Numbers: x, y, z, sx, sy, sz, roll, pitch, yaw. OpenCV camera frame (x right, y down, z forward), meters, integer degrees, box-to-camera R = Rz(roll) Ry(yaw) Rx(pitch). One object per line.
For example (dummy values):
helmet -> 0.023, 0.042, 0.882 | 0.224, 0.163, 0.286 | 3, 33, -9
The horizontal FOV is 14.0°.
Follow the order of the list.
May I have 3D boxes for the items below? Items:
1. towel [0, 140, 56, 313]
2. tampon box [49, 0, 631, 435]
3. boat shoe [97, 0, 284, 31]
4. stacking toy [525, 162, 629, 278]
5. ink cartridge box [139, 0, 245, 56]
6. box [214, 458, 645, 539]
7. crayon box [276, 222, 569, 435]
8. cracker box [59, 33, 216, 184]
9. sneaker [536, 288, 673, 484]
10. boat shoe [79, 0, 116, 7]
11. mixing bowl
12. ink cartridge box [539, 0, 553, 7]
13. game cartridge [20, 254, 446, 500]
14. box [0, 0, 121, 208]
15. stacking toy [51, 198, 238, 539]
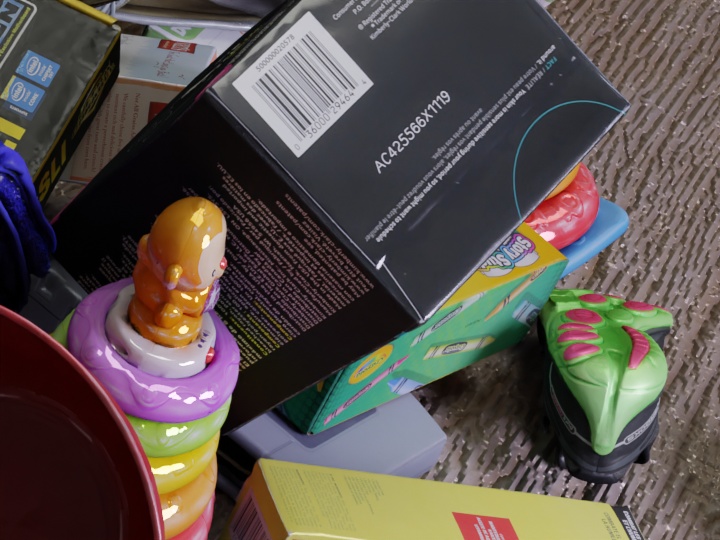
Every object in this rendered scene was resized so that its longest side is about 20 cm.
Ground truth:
towel -> -0.201, -0.081, 1.184 | 0.050, 0.148, 0.200 | -40, 74, -14
tampon box -> -0.016, -0.043, 1.230 | 0.126, 0.200, 0.150 | 48, 60, -7
boat shoe -> -0.110, -0.158, 1.518 | 0.065, 0.075, 0.202 | 49, 24, 26
stacking toy -> 0.074, -0.095, 1.548 | 0.116, 0.201, 0.110 | 27, 42, 35
ink cartridge box -> -0.070, -0.106, 1.605 | 0.199, 0.059, 0.104 | 30, 30, 4
box -> 0.032, 0.135, 1.300 | 0.199, 0.075, 0.050 | 11, 33, -30
crayon box -> 0.000, 0.000, 1.430 | 0.119, 0.058, 0.200 | 41, 31, 20
cracker box -> -0.172, -0.085, 1.395 | 0.199, 0.058, 0.134 | 7, 12, 0
sneaker -> 0.119, 0.059, 1.504 | 0.076, 0.084, 0.200 | 12, 12, 6
boat shoe -> -0.158, -0.150, 1.395 | 0.199, 0.073, 0.072 | -2, -10, 36
mixing bowl -> -0.153, 0.100, 1.101 | 0.200, 0.201, 0.108 | 34, 11, 10
ink cartridge box -> 0.012, -0.169, 1.619 | 0.145, 0.200, 0.048 | 32, 63, -15
game cartridge -> -0.060, 0.045, 1.402 | 0.200, 0.041, 0.133 | 39, 34, 17
box -> -0.218, -0.053, 1.278 | 0.159, 0.049, 0.201 | 26, 68, 5
stacking toy -> -0.091, 0.044, 1.184 | 0.109, 0.200, 0.116 | 28, 41, 1
